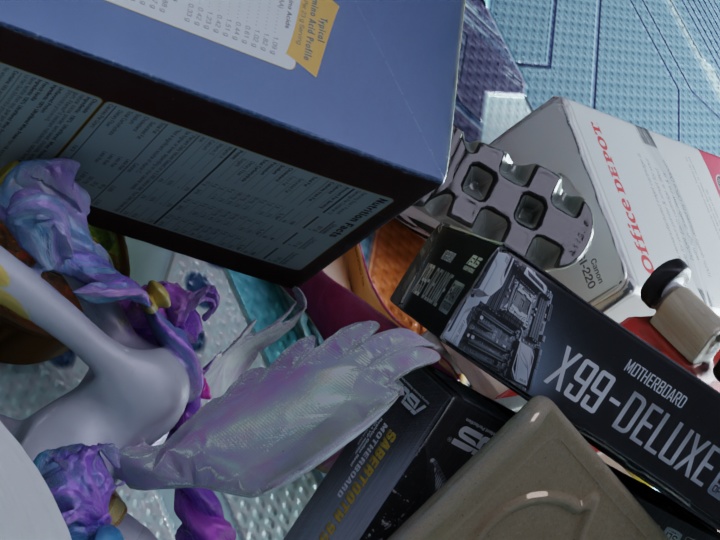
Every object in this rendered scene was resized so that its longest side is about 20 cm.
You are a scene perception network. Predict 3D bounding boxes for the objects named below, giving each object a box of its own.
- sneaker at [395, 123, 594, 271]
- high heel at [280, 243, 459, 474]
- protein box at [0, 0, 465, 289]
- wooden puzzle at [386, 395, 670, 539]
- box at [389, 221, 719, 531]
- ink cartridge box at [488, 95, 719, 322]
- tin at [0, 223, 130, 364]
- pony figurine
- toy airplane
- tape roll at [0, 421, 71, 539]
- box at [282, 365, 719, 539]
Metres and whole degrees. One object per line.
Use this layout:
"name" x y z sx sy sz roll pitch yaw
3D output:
"sneaker" 0.032 -0.055 1.045 0.200 0.089 0.074 35 72 -7
"high heel" 0.000 0.000 0.921 0.067 0.096 0.200 27 42 -35
"protein box" -0.072 -0.127 0.759 0.200 0.135 0.199 18 63 -24
"wooden puzzle" 0.050 0.162 0.759 0.200 0.185 0.046 49 -3 -38
"box" 0.115 0.056 0.807 0.200 0.050 0.158 34 1 -8
"ink cartridge box" 0.179 -0.015 1.175 0.200 0.085 0.146 15 50 -47
"tin" -0.187 -0.033 0.768 0.200 0.042 0.112 31 44 -32
"pony figurine" -0.091 0.054 0.714 0.193 0.167 0.200 -46 105 -13
"toy airplane" 0.109 0.090 0.963 0.199 0.141 0.200 13 48 0
"tape roll" -0.188 0.087 0.559 0.202 0.071 0.203 33 22 -15
"box" 0.057 0.148 0.809 0.200 0.159 0.048 31 5 -33
